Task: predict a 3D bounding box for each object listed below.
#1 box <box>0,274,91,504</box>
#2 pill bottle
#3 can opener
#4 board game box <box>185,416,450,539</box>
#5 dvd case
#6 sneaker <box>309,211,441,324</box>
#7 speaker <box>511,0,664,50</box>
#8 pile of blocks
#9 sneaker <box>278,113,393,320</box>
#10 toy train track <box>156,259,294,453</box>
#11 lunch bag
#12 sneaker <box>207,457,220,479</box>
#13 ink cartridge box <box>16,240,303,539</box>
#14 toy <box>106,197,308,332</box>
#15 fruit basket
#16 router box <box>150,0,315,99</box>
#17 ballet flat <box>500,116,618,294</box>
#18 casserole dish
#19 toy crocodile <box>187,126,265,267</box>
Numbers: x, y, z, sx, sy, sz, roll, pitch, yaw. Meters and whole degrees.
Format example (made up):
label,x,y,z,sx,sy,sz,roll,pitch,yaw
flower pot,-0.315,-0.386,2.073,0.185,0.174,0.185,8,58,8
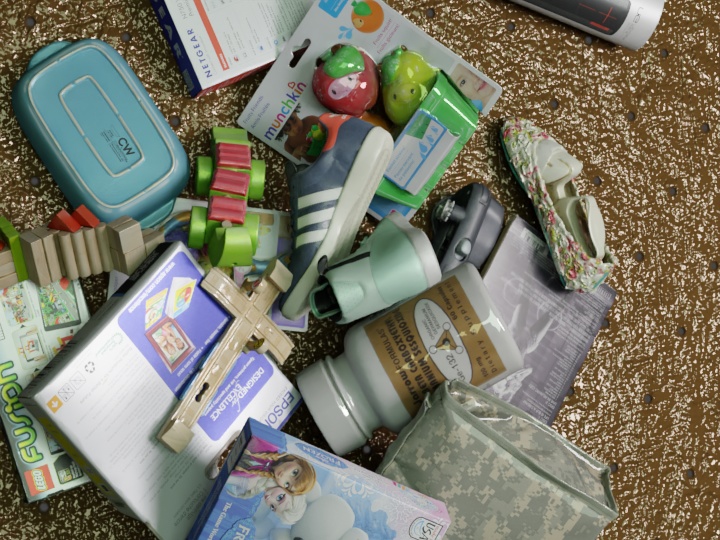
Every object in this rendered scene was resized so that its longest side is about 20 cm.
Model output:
label,x,y,z,sx,sy,sz,roll,pitch,yaw
box,-0.288,0.101,1.405,0.109,0.035,0.203,-18,91,-19
pill bottle,0.045,0.088,1.436,0.198,0.114,0.115,-30,95,3
can opener,0.083,0.003,1.525,0.078,0.063,0.202,31,76,-14
board game box,-0.053,0.257,1.331,0.197,0.043,0.202,24,104,-15
dvd case,0.167,0.069,1.565,0.148,0.016,0.202,35,74,-20
sneaker,0.000,0.000,1.436,0.117,0.200,0.075,-22,95,-6
speaker,0.217,-0.301,1.591,0.198,0.081,0.082,19,79,-17
pile of blocks,-0.278,-0.031,1.379,0.197,0.082,0.063,-8,121,-4
sneaker,-0.045,-0.055,1.442,0.084,0.075,0.202,27,96,13
toy train track,-0.114,0.074,1.358,0.115,0.032,0.201,45,63,-27
lunch bag,0.108,0.208,1.403,0.199,0.118,0.165,33,108,-9
sneaker,-0.134,0.146,1.431,0.114,0.076,0.203,-17,88,-17
ink cartridge box,-0.173,0.113,1.359,0.198,0.047,0.201,-49,118,-28
toy,-0.137,-0.010,1.459,0.197,0.047,0.117,7,81,-18
fruit basket,0.008,-0.157,1.471,0.199,0.094,0.186,32,111,-13
router box,-0.122,-0.297,1.491,0.178,0.049,0.202,-24,93,-19
ballet flat,0.210,-0.075,1.561,0.075,0.064,0.202,-18,82,-45
casserole dish,-0.243,-0.131,1.426,0.120,0.039,0.201,-33,88,-14
toy crocodile,-0.123,-0.072,1.418,0.066,0.062,0.201,8,42,-8
